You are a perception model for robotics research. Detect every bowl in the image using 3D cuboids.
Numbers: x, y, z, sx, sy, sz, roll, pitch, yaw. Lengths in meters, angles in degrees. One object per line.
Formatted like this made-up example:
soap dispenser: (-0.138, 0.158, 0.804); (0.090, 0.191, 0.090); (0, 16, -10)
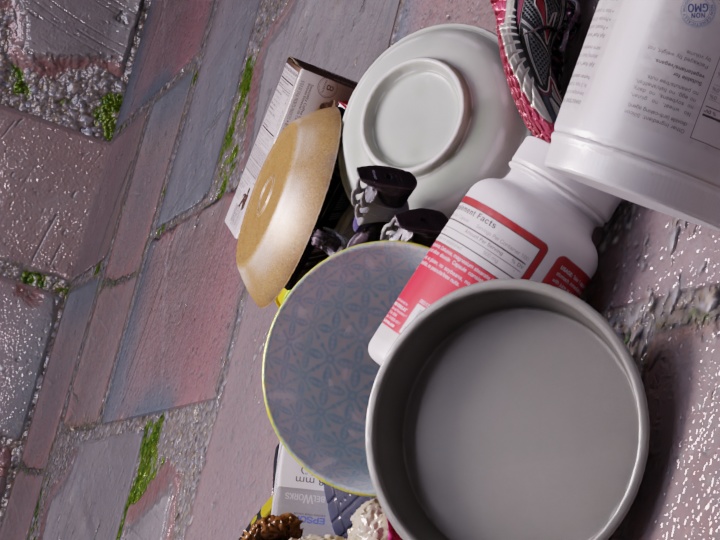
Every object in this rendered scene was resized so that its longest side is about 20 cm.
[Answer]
bowl: (0.029, 0.084, 1.308); (0.108, 0.198, 0.202); (35, -109, -74)

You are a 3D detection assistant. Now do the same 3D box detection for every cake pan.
cake pan: (0.099, 0.108, 1.079); (0.198, 0.037, 0.202); (-5, 78, 24)

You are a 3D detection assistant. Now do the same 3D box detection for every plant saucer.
plant saucer: (0.055, -0.127, 1.410); (0.199, 0.050, 0.202); (-11, 70, 30)
plant saucer: (-0.074, -0.065, 1.519); (0.200, 0.035, 0.202); (-160, 90, -76)

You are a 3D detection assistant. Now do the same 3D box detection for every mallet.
mallet: (-0.095, 0.255, 1.670); (0.066, 0.041, 0.201); (-94, 24, -44)

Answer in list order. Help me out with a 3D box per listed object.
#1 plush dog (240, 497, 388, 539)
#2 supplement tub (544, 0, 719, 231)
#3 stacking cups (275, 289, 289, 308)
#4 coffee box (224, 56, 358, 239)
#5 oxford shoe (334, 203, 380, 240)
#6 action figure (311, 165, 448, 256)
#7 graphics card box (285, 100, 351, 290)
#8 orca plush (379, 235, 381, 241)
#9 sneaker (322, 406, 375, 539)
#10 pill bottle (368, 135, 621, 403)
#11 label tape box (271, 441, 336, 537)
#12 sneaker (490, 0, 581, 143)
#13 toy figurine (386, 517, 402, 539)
plush dog: (-0.055, 0.279, 1.281); (0.171, 0.159, 0.202); (-18, 67, 57)
supplement tub: (0.208, -0.140, 1.032); (0.202, 0.131, 0.132); (-70, 19, 4)
stacking cups: (-0.039, 0.057, 1.666); (0.061, 0.060, 0.200); (-66, 23, 14)
coffee box: (-0.059, -0.119, 1.787); (0.202, 0.112, 0.080); (-67, 19, 10)
oxford shoe: (0.045, -0.086, 1.562); (0.058, 0.075, 0.201); (40, 107, 28)
action figure: (0.000, 0.000, 1.400); (0.131, 0.069, 0.201); (63, 142, 30)
graphics card box: (-0.011, -0.079, 1.608); (0.051, 0.125, 0.201); (39, 120, 23)
orca plush: (0.035, -0.084, 1.483); (0.105, 0.071, 0.201); (51, 124, 24)
sneaker: (0.009, 0.167, 1.375); (0.074, 0.082, 0.201); (-40, 62, 37)
pill bottle: (0.102, 0.008, 1.189); (0.201, 0.112, 0.112); (-56, 19, -1)
label tape box: (-0.050, 0.237, 1.445); (0.145, 0.063, 0.201); (100, 176, -51)
sneaker: (0.150, -0.194, 1.342); (0.081, 0.074, 0.202); (62, -162, -57)
toy figurine: (0.066, 0.210, 1.148); (0.199, 0.150, 0.185); (-14, 47, 42)
